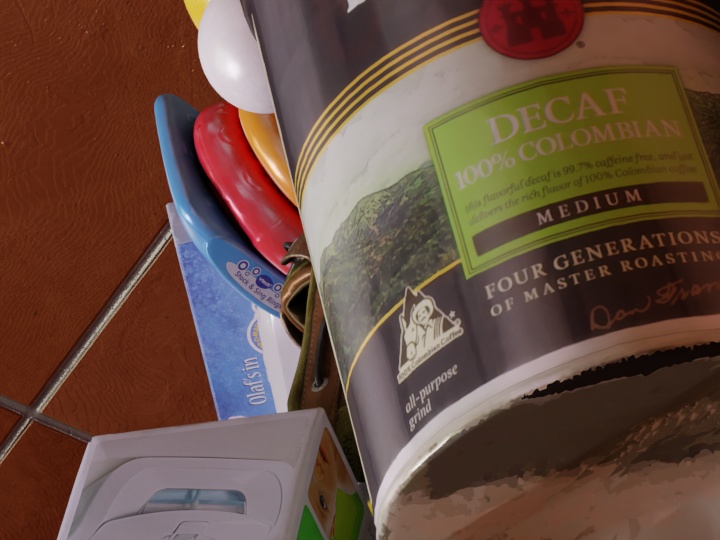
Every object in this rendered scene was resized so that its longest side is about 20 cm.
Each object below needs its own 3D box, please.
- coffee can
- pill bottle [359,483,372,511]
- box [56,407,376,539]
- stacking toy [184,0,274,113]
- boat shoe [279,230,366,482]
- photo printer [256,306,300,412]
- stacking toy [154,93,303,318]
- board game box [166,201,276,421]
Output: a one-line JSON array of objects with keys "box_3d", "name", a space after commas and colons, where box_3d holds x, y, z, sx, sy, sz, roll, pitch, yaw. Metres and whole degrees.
[{"box_3d": [0.054, -0.023, 0.741, 0.147, 0.145, 0.201, 81, 175, -58], "name": "coffee can"}, {"box_3d": [0.056, 0.163, 1.262, 0.200, 0.112, 0.112, 43, 175, 3], "name": "pill bottle"}, {"box_3d": [-0.038, 0.182, 0.870, 0.177, 0.096, 0.201, -77, -29, -49], "name": "box"}, {"box_3d": [-0.020, -0.119, 0.952, 0.200, 0.145, 0.147, -81, -17, -58], "name": "stacking toy"}, {"box_3d": [0.000, 0.000, 0.969, 0.200, 0.068, 0.072, -93, -5, -54], "name": "boat shoe"}, {"box_3d": [0.035, 0.050, 1.338, 0.070, 0.165, 0.201, -101, 1, -51], "name": "photo printer"}, {"box_3d": [0.009, -0.077, 1.199, 0.116, 0.200, 0.110, 38, -158, -37], "name": "stacking toy"}, {"box_3d": [0.010, 0.029, 1.393, 0.043, 0.198, 0.201, -106, 3, -51], "name": "board game box"}]
